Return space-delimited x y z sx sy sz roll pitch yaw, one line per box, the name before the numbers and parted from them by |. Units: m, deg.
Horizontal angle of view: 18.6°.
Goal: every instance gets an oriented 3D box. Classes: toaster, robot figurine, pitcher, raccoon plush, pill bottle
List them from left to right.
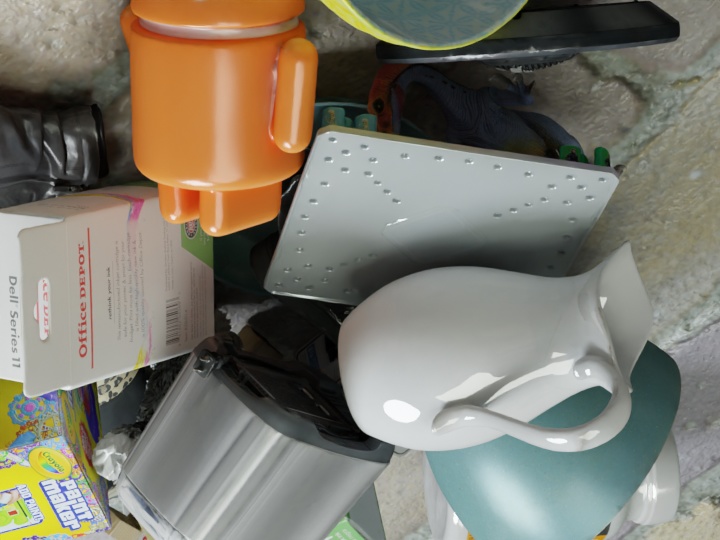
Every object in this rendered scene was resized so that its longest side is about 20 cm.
raccoon plush | -0.141 0.072 1.600 0.097 0.134 0.200 -37 163 17
robot figurine | -0.093 -0.127 1.414 0.116 0.144 0.202 -2 109 -9
toaster | -0.077 0.130 1.498 0.130 0.114 0.200 -55 148 9
pitcher | 0.087 0.067 1.446 0.199 0.172 0.122 -12 122 18
pill bottle | 0.158 0.172 1.831 0.198 0.117 0.117 -3 138 -10

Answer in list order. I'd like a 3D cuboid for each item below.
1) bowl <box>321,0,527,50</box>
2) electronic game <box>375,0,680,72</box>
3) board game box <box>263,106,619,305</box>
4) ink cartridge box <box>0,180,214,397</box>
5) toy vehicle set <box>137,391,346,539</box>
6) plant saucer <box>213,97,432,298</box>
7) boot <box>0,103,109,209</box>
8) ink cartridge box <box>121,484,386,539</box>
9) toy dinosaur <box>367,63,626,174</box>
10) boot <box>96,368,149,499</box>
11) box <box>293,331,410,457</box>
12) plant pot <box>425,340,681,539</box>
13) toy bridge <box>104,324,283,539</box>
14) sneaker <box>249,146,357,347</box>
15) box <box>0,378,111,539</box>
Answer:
bowl | 0.016 -0.235 1.336 0.199 0.201 0.107 26 169 -36
electronic game | 0.109 -0.150 1.432 0.198 0.200 0.042 -5 98 -8
board game box | 0.050 -0.033 1.472 0.198 0.026 0.200 8 147 -10
ink cartridge box | -0.183 0.009 1.471 0.067 0.118 0.200 7 -168 32
toy vehicle set | -0.062 0.144 1.658 0.199 0.027 0.124 -31 171 12
plant saucer | -0.036 -0.059 1.588 0.198 0.036 0.201 -8 138 -7
boot | -0.235 -0.102 1.478 0.131 0.070 0.200 -5 149 -13
ink cartridge box | -0.089 0.201 1.777 0.199 0.147 0.084 -27 138 14
toy dinosaur | 0.085 -0.086 1.544 0.181 0.200 0.105 37 92 -2
boot | -0.240 0.130 1.715 0.202 0.074 0.154 -24 139 -1
box | 0.058 0.053 1.716 0.200 0.060 0.116 -38 133 26
plant pot | 0.118 0.102 1.615 0.135 0.201 0.200 38 121 -17
toy bridge | -0.129 0.138 1.722 0.200 0.027 0.067 -52 142 0
sneaker | 0.000 -0.002 1.583 0.199 0.060 0.104 36 121 -28
box | -0.292 0.095 1.570 0.191 0.201 0.122 -14 139 3
